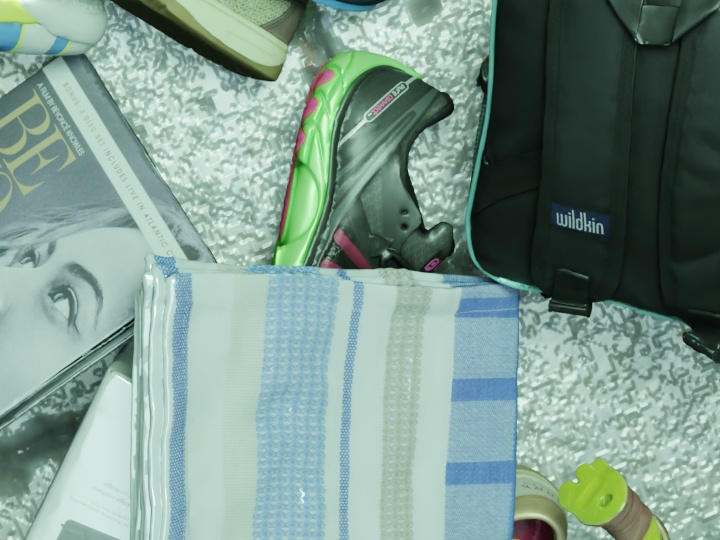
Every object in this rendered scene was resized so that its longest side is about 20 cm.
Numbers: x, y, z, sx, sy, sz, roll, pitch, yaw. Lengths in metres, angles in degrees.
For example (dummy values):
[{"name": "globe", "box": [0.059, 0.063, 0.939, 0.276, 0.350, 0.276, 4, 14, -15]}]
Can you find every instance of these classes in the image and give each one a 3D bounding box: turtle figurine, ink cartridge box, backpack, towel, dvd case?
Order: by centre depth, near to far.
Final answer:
[{"name": "backpack", "box": [0.144, -0.086, 0.984, 0.175, 0.153, 0.200, 18, 135, 24]}, {"name": "towel", "box": [-0.011, 0.070, 0.994, 0.200, 0.024, 0.147, 3, 89, -33]}, {"name": "dvd case", "box": [-0.178, 0.005, 1.023, 0.200, 0.016, 0.149, -34, 57, 0]}, {"name": "ink cartridge box", "box": [-0.125, 0.140, 1.044, 0.067, 0.116, 0.200, 26, 95, -4]}, {"name": "turtle figurine", "box": [0.136, 0.165, 1.055, 0.200, 0.064, 0.161, -42, 126, 20]}]

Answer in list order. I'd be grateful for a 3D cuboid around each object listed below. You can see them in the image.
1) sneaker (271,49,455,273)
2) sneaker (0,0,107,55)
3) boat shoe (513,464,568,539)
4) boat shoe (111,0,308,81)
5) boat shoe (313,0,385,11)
[{"name": "sneaker", "box": [0.000, 0.000, 1.057, 0.084, 0.077, 0.201, 11, 97, -2]}, {"name": "sneaker", "box": [-0.221, -0.110, 1.039, 0.199, 0.076, 0.105, 16, 114, -6]}, {"name": "boat shoe", "box": [0.026, 0.179, 1.084, 0.074, 0.069, 0.200, 38, 93, -8]}, {"name": "boat shoe", "box": [-0.102, -0.158, 1.014, 0.201, 0.072, 0.066, 34, 79, -33]}, {"name": "boat shoe", "box": [-0.037, -0.180, 0.991, 0.069, 0.084, 0.200, -34, 140, 26]}]
